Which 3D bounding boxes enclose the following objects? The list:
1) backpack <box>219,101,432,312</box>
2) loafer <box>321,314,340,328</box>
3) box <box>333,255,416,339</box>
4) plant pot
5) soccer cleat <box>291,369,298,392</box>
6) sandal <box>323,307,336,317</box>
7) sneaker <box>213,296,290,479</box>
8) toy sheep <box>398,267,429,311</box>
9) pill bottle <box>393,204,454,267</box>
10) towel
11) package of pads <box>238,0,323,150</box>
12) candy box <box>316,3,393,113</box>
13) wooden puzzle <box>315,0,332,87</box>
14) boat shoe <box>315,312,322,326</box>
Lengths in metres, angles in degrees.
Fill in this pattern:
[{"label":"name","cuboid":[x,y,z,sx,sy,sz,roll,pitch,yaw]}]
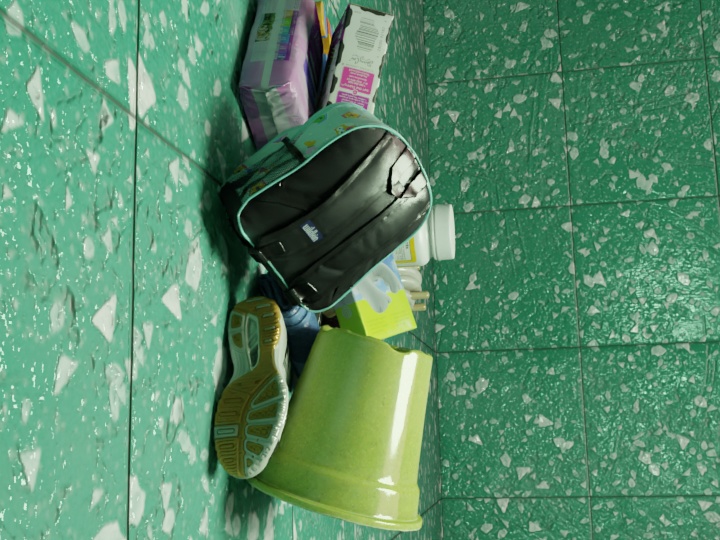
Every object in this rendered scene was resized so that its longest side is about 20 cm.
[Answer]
[{"label":"backpack","cuboid":[-0.032,-0.080,0.975,0.176,0.200,0.153,53,4,-32]},{"label":"loafer","cuboid":[-0.043,0.121,1.317,0.073,0.071,0.201,18,68,-30]},{"label":"box","cuboid":[0.000,0.000,1.240,0.122,0.048,0.201,-13,83,-52]},{"label":"plant pot","cuboid":[-0.006,0.164,0.987,0.200,0.200,0.185,37,67,-77]},{"label":"soccer cleat","cuboid":[-0.010,0.178,1.239,0.069,0.200,0.078,-28,-144,55]},{"label":"sandal","cuboid":[-0.008,0.005,1.324,0.070,0.078,0.212,42,38,-21]},{"label":"sneaker","cuboid":[-0.101,0.129,0.942,0.088,0.075,0.201,72,19,-55]},{"label":"toy sheep","cuboid":[0.058,0.028,1.703,0.138,0.137,0.201,71,10,-56]},{"label":"pill bottle","cuboid":[0.061,-0.061,1.556,0.114,0.199,0.115,-3,90,-80]},{"label":"towel","cuboid":[-0.065,0.095,1.092,0.112,0.048,0.200,-124,-167,-53]},{"label":"package of pads","cuboid":[-0.093,-0.246,1.104,0.121,0.075,0.201,81,11,-51]},{"label":"candy box","cuboid":[-0.019,-0.212,1.120,0.136,0.061,0.201,173,-71,-80]},{"label":"wooden puzzle","cuboid":[-0.064,-0.320,1.349,0.200,0.046,0.186,37,48,-76]},{"label":"boat shoe","cuboid":[-0.066,0.001,1.170,0.069,0.056,0.201,-21,113,-59]}]
